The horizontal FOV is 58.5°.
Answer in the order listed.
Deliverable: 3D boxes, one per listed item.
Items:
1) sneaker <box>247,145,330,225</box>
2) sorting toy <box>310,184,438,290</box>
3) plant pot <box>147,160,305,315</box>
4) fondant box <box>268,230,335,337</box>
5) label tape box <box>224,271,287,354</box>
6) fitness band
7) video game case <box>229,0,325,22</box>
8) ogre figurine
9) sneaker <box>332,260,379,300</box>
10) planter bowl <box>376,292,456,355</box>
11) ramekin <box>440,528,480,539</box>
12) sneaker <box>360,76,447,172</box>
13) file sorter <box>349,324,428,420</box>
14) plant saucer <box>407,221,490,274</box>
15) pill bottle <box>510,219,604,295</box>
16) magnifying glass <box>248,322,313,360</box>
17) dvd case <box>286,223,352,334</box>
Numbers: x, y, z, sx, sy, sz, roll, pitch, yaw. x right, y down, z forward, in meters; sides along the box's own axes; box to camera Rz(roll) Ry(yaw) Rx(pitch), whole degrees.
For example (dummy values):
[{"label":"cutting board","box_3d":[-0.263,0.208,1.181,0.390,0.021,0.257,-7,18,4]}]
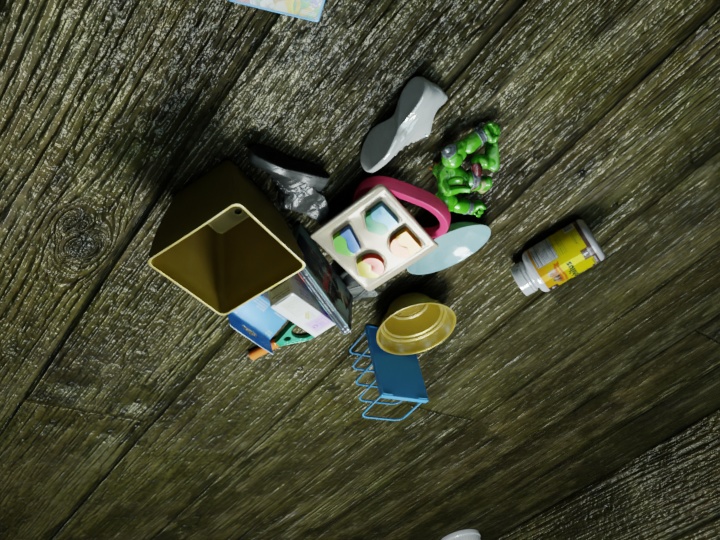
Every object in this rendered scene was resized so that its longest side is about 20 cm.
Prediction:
[{"label":"sneaker","box_3d":[-0.134,-0.156,1.201,0.198,0.060,0.105,13,127,-34]},{"label":"sorting toy","box_3d":[0.029,-0.054,1.270,0.184,0.037,0.200,-34,124,24]},{"label":"plant pot","box_3d":[-0.242,-0.074,1.167,0.199,0.177,0.200,-29,136,16]},{"label":"fondant box","box_3d":[-0.128,0.015,1.286,0.058,0.201,0.144,-31,138,18]},{"label":"label tape box","box_3d":[-0.209,0.049,1.297,0.066,0.201,0.143,-31,137,15]},{"label":"fitness band","box_3d":[0.081,-0.119,1.276,0.198,0.038,0.144,20,148,1]},{"label":"video game case","box_3d":[-0.098,-0.461,0.904,0.142,0.018,0.201,5,135,-22]},{"label":"ogre figurine","box_3d":[0.203,-0.187,1.249,0.119,0.099,0.201,-13,152,-21]},{"label":"sneaker","box_3d":[0.000,0.000,1.410,0.113,0.077,0.200,1,140,-22]},{"label":"planter bowl","box_3d":[0.126,0.114,1.567,0.198,0.084,0.202,-9,138,-8]},{"label":"ramekin","box_3d":[0.472,1.288,2.974,0.198,0.106,0.201,-9,139,-8]},{"label":"sneaker","box_3d":[0.082,-0.249,1.164,0.088,0.076,0.200,10,133,-43]},{"label":"file sorter","box_3d":[0.063,0.263,1.627,0.138,0.201,0.123,12,135,-29]},{"label":"plant saucer","box_3d":[0.186,-0.058,1.403,0.199,0.039,0.201,-19,158,-8]},{"label":"pill bottle","box_3d":[0.455,-0.024,1.499,0.199,0.110,0.109,-33,137,19]},{"label":"magnifying glass","box_3d":[-0.186,0.168,1.577,0.199,0.023,0.080,-26,138,13]},{"label":"dvd case","box_3d":[-0.077,0.015,1.289,0.022,0.146,0.201,-28,112,14]}]
